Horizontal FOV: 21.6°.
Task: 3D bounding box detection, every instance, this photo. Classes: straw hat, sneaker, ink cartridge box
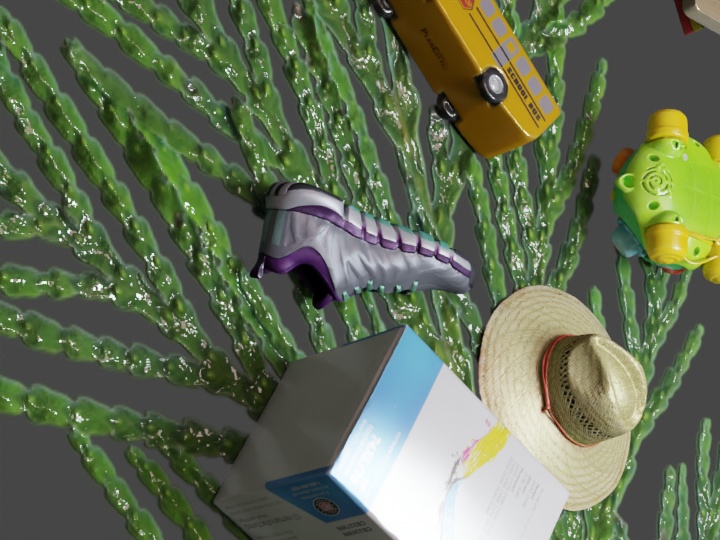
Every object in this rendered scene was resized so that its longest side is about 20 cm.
[{"bbox_3d":[0.201,0.102,1.638,0.200,0.085,0.203,13,70,-37],"label":"straw hat"},{"bbox_3d":[0.000,0.000,1.521,0.199,0.074,0.088,22,80,-26],"label":"sneaker"},{"bbox_3d":[0.026,0.172,1.427,0.200,0.146,0.147,45,52,-20],"label":"ink cartridge box"}]

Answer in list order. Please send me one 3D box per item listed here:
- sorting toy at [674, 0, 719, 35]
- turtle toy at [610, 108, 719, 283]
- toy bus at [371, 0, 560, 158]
[{"bbox_3d":[0.387,-0.308,1.930,0.199,0.069,0.201,22,64,-35],"label":"sorting toy"},{"bbox_3d":[0.304,-0.054,1.761,0.199,0.101,0.147,19,66,-36],"label":"turtle toy"},{"bbox_3d":[0.090,-0.197,1.645,0.078,0.065,0.201,-43,106,-40],"label":"toy bus"}]
